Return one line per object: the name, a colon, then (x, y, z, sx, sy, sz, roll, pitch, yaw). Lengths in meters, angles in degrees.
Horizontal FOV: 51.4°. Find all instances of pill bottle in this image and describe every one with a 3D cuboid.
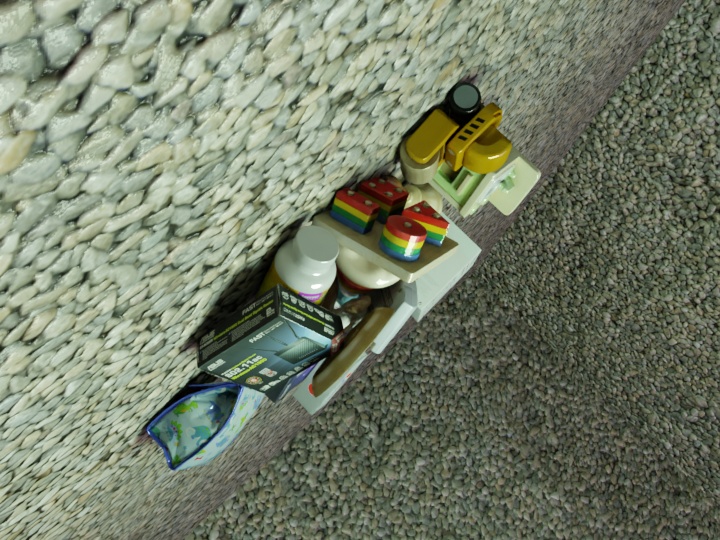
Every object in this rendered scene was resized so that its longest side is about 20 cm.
pill bottle: (-0.104, 0.017, 1.235, 0.104, 0.104, 0.200, -36, 165, -42)

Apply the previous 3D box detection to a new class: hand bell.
hand bell: (0.082, -0.147, 1.446, 0.104, 0.104, 0.200, -48, 157, 9)

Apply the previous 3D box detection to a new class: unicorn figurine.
unicorn figurine: (-0.050, 0.095, 1.437, 0.199, 0.074, 0.137, -15, -159, 38)

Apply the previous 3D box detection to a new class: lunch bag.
lunch bag: (-0.283, 0.278, 1.437, 0.199, 0.128, 0.170, -36, 169, 1)

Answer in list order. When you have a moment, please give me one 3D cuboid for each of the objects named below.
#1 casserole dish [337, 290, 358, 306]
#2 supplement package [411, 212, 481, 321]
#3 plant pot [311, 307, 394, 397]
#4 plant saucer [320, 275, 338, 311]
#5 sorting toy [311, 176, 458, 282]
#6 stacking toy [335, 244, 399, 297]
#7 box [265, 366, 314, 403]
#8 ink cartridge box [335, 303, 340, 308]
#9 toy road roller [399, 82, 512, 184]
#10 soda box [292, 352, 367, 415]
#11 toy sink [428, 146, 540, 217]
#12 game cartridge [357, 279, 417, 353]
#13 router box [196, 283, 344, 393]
casserole dish: (0.000, 0.000, 1.566, 0.201, 0.039, 0.121, -60, -160, 4)
supplement package: (0.140, -0.026, 1.757, 0.200, 0.191, 0.147, -43, 169, -9)
plant pot: (-0.019, 0.132, 1.272, 0.200, 0.027, 0.200, -47, -179, 2)
plant saucer: (-0.095, 0.076, 1.396, 0.201, 0.036, 0.201, -49, -159, 27)
sorting toy: (0.054, -0.081, 1.268, 0.200, 0.198, 0.070, -28, 144, -57)
stacking toy: (0.002, -0.005, 1.420, 0.146, 0.146, 0.200, -40, 171, -26)
box: (-0.139, 0.173, 1.655, 0.200, 0.104, 0.148, -36, 166, -42)
ink cartridge box: (-0.056, 0.065, 1.733, 0.094, 0.044, 0.200, -33, 163, -43)
toy road roller: (0.177, -0.218, 1.333, 0.200, 0.146, 0.123, -45, 169, -6)
soda box: (-0.070, 0.235, 1.680, 0.063, 0.068, 0.200, -29, 160, -53)
toy sink: (0.227, -0.193, 1.469, 0.112, 0.200, 0.131, -36, 166, -40)
game cartridge: (0.051, 0.052, 1.408, 0.133, 0.041, 0.200, -49, -157, 18)
router box: (-0.146, 0.117, 1.216, 0.199, 0.063, 0.149, -33, 137, 28)
